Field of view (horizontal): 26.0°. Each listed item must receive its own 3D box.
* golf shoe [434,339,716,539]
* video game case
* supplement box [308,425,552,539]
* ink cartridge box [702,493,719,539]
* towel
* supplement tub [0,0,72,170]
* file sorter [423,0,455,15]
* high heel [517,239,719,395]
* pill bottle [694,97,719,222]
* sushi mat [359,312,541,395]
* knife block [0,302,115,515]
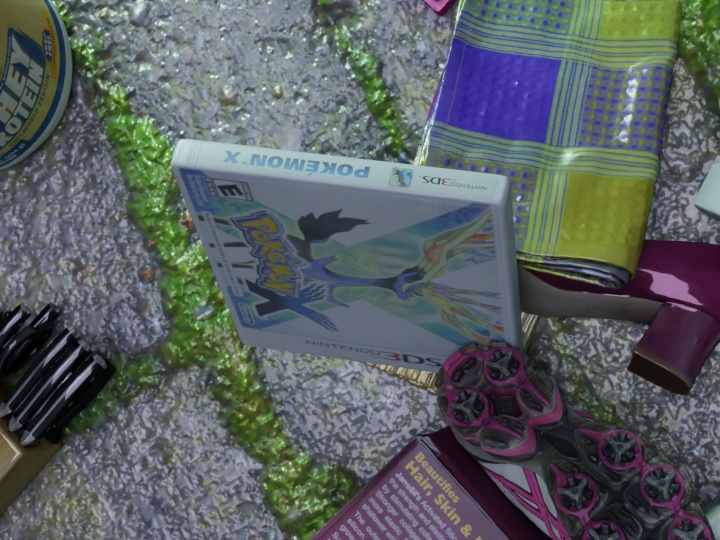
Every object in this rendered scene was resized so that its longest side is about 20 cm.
[{"bbox_3d":[0.128,0.121,0.884,0.072,0.092,0.200,-41,57,-8],"label":"golf shoe"},{"bbox_3d":[0.000,0.000,0.887,0.180,0.201,0.022,7,60,13],"label":"video game case"},{"bbox_3d":[0.018,0.207,0.930,0.200,0.103,0.131,-43,79,10],"label":"supplement box"},{"bbox_3d":[0.193,0.243,0.896,0.200,0.083,0.147,-44,80,9],"label":"ink cartridge box"},{"bbox_3d":[0.107,-0.085,0.913,0.142,0.023,0.202,11,64,14],"label":"towel"},{"bbox_3d":[-0.279,-0.138,0.963,0.143,0.200,0.146,0,89,14],"label":"supplement tub"},{"bbox_3d":[0.013,-0.281,0.933,0.200,0.125,0.139,45,98,11],"label":"file sorter"},{"bbox_3d":[0.134,-0.014,0.932,0.199,0.068,0.097,33,70,6],"label":"high heel"},{"bbox_3d":[0.270,-0.106,0.869,0.119,0.120,0.201,28,95,13],"label":"pill bottle"},{"bbox_3d":[0.080,-0.015,0.967,0.095,0.012,0.202,24,95,13],"label":"sushi mat"},{"bbox_3d":[-0.239,0.123,1.016,0.174,0.064,0.202,-2,88,15],"label":"knife block"}]
